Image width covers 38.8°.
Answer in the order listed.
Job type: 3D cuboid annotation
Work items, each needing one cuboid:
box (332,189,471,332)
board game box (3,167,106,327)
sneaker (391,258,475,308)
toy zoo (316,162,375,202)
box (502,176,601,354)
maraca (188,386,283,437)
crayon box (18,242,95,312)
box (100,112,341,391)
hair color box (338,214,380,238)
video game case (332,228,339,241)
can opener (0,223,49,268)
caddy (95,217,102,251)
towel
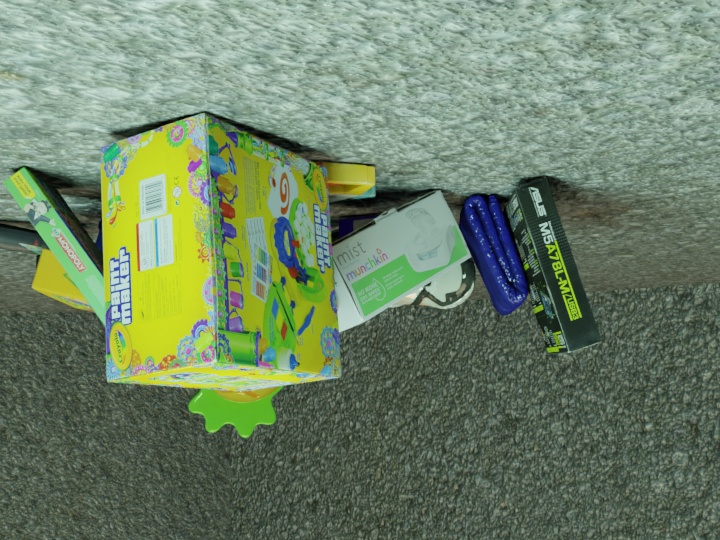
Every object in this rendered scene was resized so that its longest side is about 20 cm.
[{"bbox_3d":[0.000,0.000,1.217,0.199,0.098,0.175,-28,-177,-41],"label":"box"},{"bbox_3d":[-0.288,-0.008,1.071,0.029,0.201,0.135,-36,178,-7],"label":"board game box"},{"bbox_3d":[0.068,0.017,1.371,0.198,0.075,0.079,-12,167,43],"label":"sneaker"},{"bbox_3d":[-0.072,-0.093,1.079,0.197,0.021,0.131,1,174,-25],"label":"toy zoo"},{"bbox_3d":[0.224,0.002,1.225,0.047,0.196,0.200,-20,173,2],"label":"box"},{"bbox_3d":[-0.146,0.113,1.276,0.135,0.204,0.107,11,-165,-10],"label":"maraca"},{"bbox_3d":[-0.303,0.023,1.232,0.196,0.053,0.126,12,170,12],"label":"crayon box"},{"bbox_3d":[-0.119,-0.004,0.904,0.120,0.204,0.192,-12,165,29],"label":"box"},{"bbox_3d":[0.055,-0.038,1.481,0.107,0.066,0.199,-5,175,22],"label":"hair color box"},{"bbox_3d":[-0.100,0.031,1.481,0.180,0.202,0.023,-17,127,39],"label":"video game case"},{"bbox_3d":[-0.443,-0.036,1.375,0.063,0.080,0.198,5,171,46],"label":"can opener"},{"bbox_3d":[-0.266,-0.023,1.343,0.198,0.107,0.141,-6,151,41],"label":"caddy"},{"bbox_3d":[0.177,-0.020,1.332,0.049,0.150,0.200,-25,173,1],"label":"towel"}]
